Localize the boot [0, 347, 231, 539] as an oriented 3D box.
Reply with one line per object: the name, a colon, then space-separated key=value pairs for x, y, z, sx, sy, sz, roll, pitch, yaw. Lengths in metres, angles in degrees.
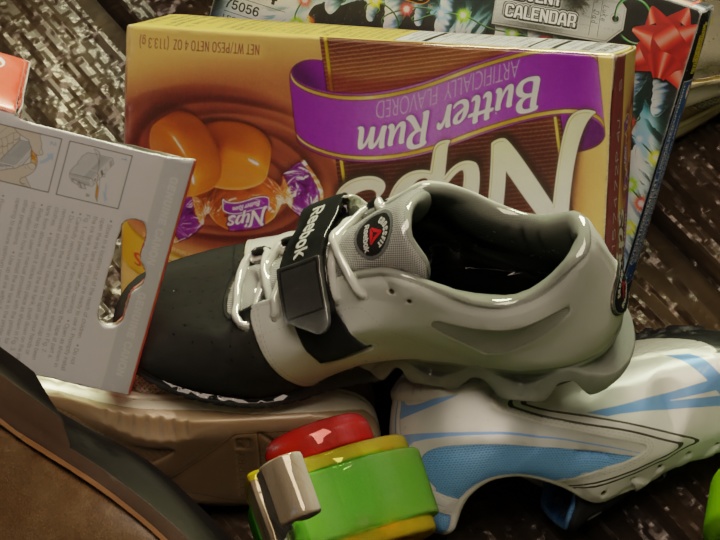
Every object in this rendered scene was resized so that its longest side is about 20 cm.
boot: x=-0.106 y=0.100 z=1.059 sx=0.200 sy=0.074 sz=0.076 roll=39 pitch=91 yaw=-18

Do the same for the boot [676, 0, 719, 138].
boot: x=0.149 y=-0.130 z=1.199 sx=0.199 sy=0.155 sz=0.072 roll=-12 pitch=55 yaw=-12

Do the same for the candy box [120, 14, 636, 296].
candy box: x=0.007 y=-0.037 z=1.138 sx=0.199 sy=0.118 sz=0.056 roll=5 pitch=10 yaw=14

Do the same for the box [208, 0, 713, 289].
box: x=0.031 y=-0.072 z=1.176 sx=0.199 sy=0.138 sz=0.040 roll=18 pitch=11 yaw=11

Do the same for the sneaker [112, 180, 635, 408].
sneaker: x=0.000 y=0.000 z=1.063 sx=0.198 sy=0.089 sz=0.075 roll=-3 pitch=55 yaw=8

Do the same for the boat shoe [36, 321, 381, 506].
boat shoe: x=-0.091 y=0.052 z=1.123 sx=0.198 sy=0.072 sz=0.065 roll=0 pitch=44 yaw=0

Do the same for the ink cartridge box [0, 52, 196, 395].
ink cartridge box: x=-0.169 y=-0.030 z=1.059 sx=0.199 sy=0.110 sz=0.050 roll=14 pitch=27 yaw=-9

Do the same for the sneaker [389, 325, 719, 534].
sneaker: x=0.106 y=0.062 z=1.128 sx=0.199 sy=0.072 sz=0.073 roll=-7 pitch=97 yaw=-16

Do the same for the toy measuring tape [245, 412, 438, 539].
toy measuring tape: x=-0.004 y=0.081 z=1.028 sx=0.073 sy=0.200 sz=0.074 roll=1 pitch=78 yaw=-3

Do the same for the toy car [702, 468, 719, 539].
toy car: x=0.221 y=0.150 z=1.021 sx=0.199 sy=0.158 sz=0.165 roll=17 pitch=57 yaw=-4
